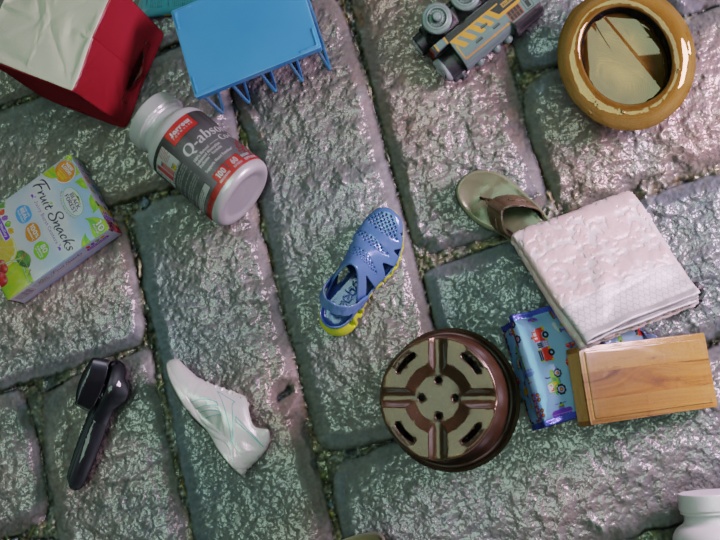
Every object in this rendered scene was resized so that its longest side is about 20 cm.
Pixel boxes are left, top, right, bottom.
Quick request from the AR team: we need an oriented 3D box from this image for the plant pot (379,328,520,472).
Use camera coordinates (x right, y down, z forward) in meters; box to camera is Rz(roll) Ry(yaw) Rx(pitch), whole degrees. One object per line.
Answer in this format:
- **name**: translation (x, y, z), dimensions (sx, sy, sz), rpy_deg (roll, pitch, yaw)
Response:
- **plant pot**: translation (0.113, 0.172, 1.242), dimensions (0.196, 0.198, 0.205), rpy_deg (-1, 83, 10)

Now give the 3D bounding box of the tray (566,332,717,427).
- **tray**: translation (0.373, 0.142, 1.233), dimensions (0.196, 0.037, 0.101), rpy_deg (-5, 80, -18)

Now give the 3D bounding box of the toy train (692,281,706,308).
- **toy train**: translation (0.381, -0.002, 1.300), dimensions (0.197, 0.034, 0.046), rpy_deg (29, 98, 14)

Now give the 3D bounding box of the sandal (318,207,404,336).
- **sandal**: translation (0.000, 0.000, 1.346), dimensions (0.078, 0.087, 0.203), rpy_deg (26, 86, 15)

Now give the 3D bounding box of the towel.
- **towel**: translation (0.328, -0.006, 1.251), dimensions (0.196, 0.032, 0.193), rpy_deg (-19, 60, -17)

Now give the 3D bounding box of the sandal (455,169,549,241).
- **sandal**: translation (0.222, -0.075, 1.327), dimensions (0.200, 0.057, 0.080), rpy_deg (40, 90, 13)

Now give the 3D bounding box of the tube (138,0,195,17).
- **tube**: translation (-0.264, -0.438, 1.480), dimensions (0.196, 0.050, 0.079), rpy_deg (4, 79, 16)

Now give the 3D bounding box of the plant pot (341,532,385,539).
- **plant pot**: translation (-0.007, 0.490, 1.244), dimensions (0.184, 0.187, 0.203), rpy_deg (-26, 92, 6)

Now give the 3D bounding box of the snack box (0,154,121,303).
- **snack box**: translation (-0.493, -0.064, 1.465), dimensions (0.198, 0.053, 0.144), rpy_deg (-33, 78, 4)

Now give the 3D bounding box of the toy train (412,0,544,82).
- **toy train**: translation (0.173, -0.369, 1.369), dimensions (0.199, 0.085, 0.115), rpy_deg (-39, 87, 4)

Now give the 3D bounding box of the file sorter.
- **file sorter**: translation (-0.157, -0.339, 1.403), dimensions (0.196, 0.123, 0.141), rpy_deg (-20, 78, 7)

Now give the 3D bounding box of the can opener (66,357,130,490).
- **can opener**: translation (-0.400, 0.229, 1.406), dimensions (0.077, 0.063, 0.204), rpy_deg (17, 95, -14)

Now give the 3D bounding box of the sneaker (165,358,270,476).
- **sneaker**: translation (-0.210, 0.202, 1.373), dimensions (0.080, 0.071, 0.201), rpy_deg (-39, 79, -13)

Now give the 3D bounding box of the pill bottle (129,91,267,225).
- **pill bottle**: translation (-0.245, -0.170, 1.400), dimensions (0.199, 0.116, 0.117), rpy_deg (39, 90, 13)

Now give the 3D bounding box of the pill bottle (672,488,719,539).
- **pill bottle**: translation (0.460, 0.386, 1.189), dimensions (0.110, 0.113, 0.205), rpy_deg (-6, 81, 10)

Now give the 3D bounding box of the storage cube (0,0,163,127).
- **storage cube**: translation (-0.438, -0.347, 1.430), dimensions (0.197, 0.180, 0.174), rpy_deg (22, 86, 12)

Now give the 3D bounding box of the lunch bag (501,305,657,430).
- **lunch bag**: translation (0.311, 0.115, 1.276), dimensions (0.196, 0.094, 0.154), rpy_deg (-15, 78, -3)

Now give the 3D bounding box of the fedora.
- **fedora**: translation (0.369, -0.291, 1.317), dimensions (0.196, 0.082, 0.206), rpy_deg (0, 86, 7)
